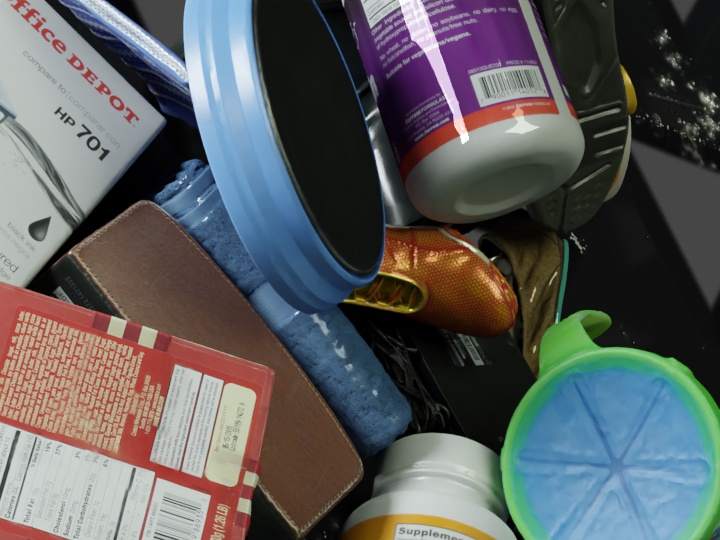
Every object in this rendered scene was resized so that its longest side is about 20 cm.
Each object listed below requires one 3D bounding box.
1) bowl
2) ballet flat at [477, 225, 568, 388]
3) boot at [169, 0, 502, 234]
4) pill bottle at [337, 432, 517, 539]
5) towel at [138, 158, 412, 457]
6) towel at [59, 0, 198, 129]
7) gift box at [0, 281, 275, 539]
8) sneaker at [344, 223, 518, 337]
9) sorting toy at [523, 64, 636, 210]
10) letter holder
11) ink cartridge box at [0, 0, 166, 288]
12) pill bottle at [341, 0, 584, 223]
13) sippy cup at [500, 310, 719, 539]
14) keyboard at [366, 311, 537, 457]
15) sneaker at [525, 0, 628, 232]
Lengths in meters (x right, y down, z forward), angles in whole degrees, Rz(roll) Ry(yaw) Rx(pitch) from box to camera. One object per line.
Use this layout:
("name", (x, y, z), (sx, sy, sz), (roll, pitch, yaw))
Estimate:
("bowl", (-0.038, -0.077, 1.401), (0.201, 0.039, 0.202), (-17, 90, -73))
("ballet flat", (0.099, 0.054, 1.622), (0.072, 0.068, 0.201), (9, 56, -11))
("boot", (-0.007, -0.090, 1.593), (0.199, 0.076, 0.169), (-12, 74, -26))
("pill bottle", (0.034, 0.197, 1.438), (0.111, 0.111, 0.201), (30, 48, -21))
("towel", (-0.048, 0.021, 1.476), (0.048, 0.112, 0.200), (-40, 99, -15))
("towel", (-0.105, -0.104, 1.460), (0.145, 0.024, 0.200), (37, -2, 29))
("gift box", (-0.141, 0.148, 1.269), (0.199, 0.187, 0.185), (23, 48, -7))
("sneaker", (0.000, 0.000, 1.539), (0.199, 0.073, 0.077), (22, 44, 12))
("sorting toy", (0.073, -0.123, 1.702), (0.179, 0.107, 0.201), (-23, 79, -25))
("letter holder", (-0.087, 0.060, 1.435), (0.200, 0.100, 0.142), (51, 42, -1))
("ink cartridge box", (-0.223, -0.062, 1.411), (0.146, 0.086, 0.200), (44, 46, -8))
("pill bottle", (0.056, -0.137, 1.531), (0.112, 0.112, 0.201), (-1, 64, -39))
("sippy cup", (0.167, 0.118, 1.481), (0.130, 0.139, 0.179), (17, 82, -64))
("keyboard", (0.050, 0.059, 1.576), (0.104, 0.040, 0.200), (-2, 45, -31))
("sneaker", (0.115, -0.129, 1.634), (0.076, 0.114, 0.201), (-13, 107, -24))
